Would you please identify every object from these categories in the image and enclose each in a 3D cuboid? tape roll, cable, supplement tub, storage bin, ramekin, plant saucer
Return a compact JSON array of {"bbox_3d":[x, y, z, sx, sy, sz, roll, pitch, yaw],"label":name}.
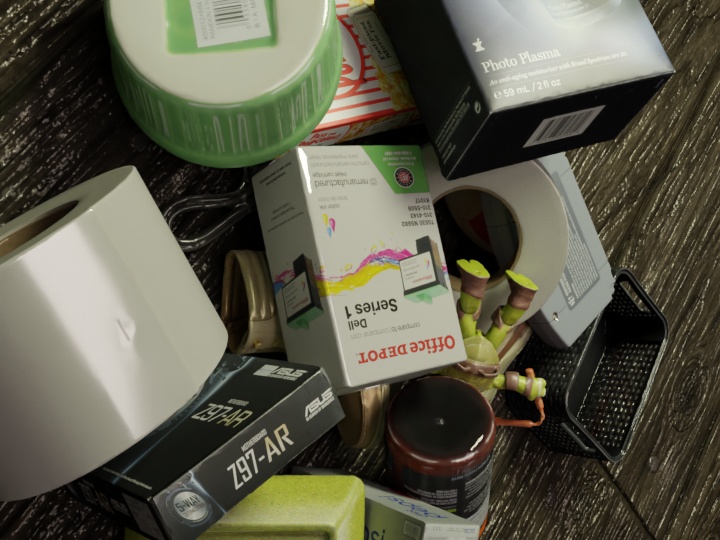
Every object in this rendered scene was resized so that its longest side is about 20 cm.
[{"bbox_3d":[-0.209,0.038,0.623,0.202,0.201,0.141,-40,113,-32],"label":"tape roll"},{"bbox_3d":[-0.101,-0.072,0.823,0.200,0.050,0.098,-42,120,-21],"label":"cable"},{"bbox_3d":[0.108,-0.035,0.896,0.037,0.199,0.207,-57,130,-70],"label":"tape roll"},{"bbox_3d":[0.075,0.207,0.872,0.106,0.106,0.203,-36,141,-33],"label":"supplement tub"},{"bbox_3d":[0.277,0.111,1.080,0.135,0.093,0.202,43,63,-29],"label":"storage bin"},{"bbox_3d":[-0.109,-0.195,0.713,0.195,0.098,0.205,1,78,-4],"label":"ramekin"},{"bbox_3d":[-0.090,0.268,0.702,0.195,0.048,0.205,3,85,-11],"label":"plant saucer"}]

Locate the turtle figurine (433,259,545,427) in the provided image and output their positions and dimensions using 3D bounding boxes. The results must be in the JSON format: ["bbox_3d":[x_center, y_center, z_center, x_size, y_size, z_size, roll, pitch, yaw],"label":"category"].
[{"bbox_3d":[0.102,0.076,0.877,0.065,0.196,0.165,-58,165,-70],"label":"turtle figurine"}]

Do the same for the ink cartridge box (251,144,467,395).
[{"bbox_3d":[0.000,0.000,0.787,0.143,0.083,0.205,-7,81,-38],"label":"ink cartridge box"}]

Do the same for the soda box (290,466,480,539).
[{"bbox_3d":[0.012,0.228,0.794,0.067,0.198,0.065,14,85,-36],"label":"soda box"}]

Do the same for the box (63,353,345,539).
[{"bbox_3d":[-0.130,0.126,0.683,0.159,0.198,0.044,-35,110,-33],"label":"box"}]

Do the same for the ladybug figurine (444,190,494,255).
[{"bbox_3d":[0.175,-0.086,1.015,0.198,0.071,0.139,23,75,-36],"label":"ladybug figurine"}]

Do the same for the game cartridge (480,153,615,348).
[{"bbox_3d":[0.203,-0.027,0.966,0.133,0.040,0.203,-39,111,-36],"label":"game cartridge"}]

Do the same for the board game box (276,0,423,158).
[{"bbox_3d":[-0.030,-0.198,0.839,0.197,0.046,0.154,-20,80,-37],"label":"board game box"}]

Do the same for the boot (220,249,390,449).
[{"bbox_3d":[-0.052,0.075,0.828,0.153,0.072,0.205,-6,91,-39],"label":"boot"}]

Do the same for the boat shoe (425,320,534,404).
[{"bbox_3d":[0.132,0.070,0.977,0.074,0.075,0.202,42,64,-26],"label":"boat shoe"}]

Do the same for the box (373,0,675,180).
[{"bbox_3d":[0.143,-0.216,0.819,0.196,0.124,0.202,-15,72,-20],"label":"box"}]
